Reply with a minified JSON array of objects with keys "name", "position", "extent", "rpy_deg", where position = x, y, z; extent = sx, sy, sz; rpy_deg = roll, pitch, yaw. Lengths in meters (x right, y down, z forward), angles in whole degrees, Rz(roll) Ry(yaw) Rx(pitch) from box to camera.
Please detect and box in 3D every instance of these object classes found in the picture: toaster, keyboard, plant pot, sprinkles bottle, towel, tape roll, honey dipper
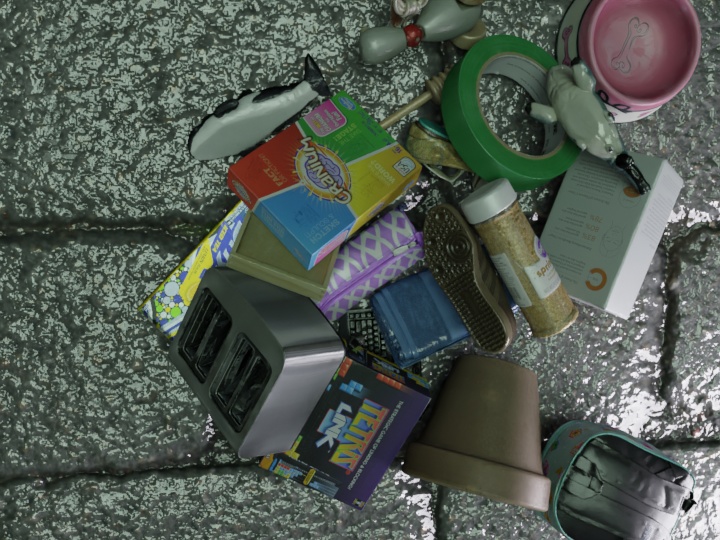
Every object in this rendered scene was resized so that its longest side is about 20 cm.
[{"name":"toaster","position":[-0.124,0.101,0.878],"extent":[0.181,0.118,0.202],"rpy_deg":[44,116,29]},{"name":"keyboard","position":[0.037,0.152,1.018],"extent":[0.125,0.021,0.204],"rpy_deg":[-5,98,-7]},{"name":"plant pot","position":[0.170,0.213,0.971],"extent":[0.197,0.200,0.178],"rpy_deg":[17,77,-9]},{"name":"sprinkles bottle","position":[0.202,-0.015,0.908],"extent":[0.068,0.068,0.202],"rpy_deg":[-32,101,-3]},{"name":"towel","position":[0.118,0.045,0.988],"extent":[0.197,0.049,0.113],"rpy_deg":[-23,76,-10]},{"name":"tape roll","position":[0.201,-0.207,0.942],"extent":[0.197,0.048,0.204],"rpy_deg":[7,73,-23]},{"name":"honey dipper","position":[0.052,-0.210,0.970],"extent":[0.198,0.038,0.038],"rpy_deg":[-33,100,-1]}]

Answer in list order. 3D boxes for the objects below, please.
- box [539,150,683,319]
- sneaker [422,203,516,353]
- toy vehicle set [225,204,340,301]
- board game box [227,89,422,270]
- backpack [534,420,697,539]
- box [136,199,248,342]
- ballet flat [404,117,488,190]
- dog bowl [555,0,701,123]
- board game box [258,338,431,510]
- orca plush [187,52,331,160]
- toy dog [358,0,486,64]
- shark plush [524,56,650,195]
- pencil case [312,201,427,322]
[{"name":"box","position":[0.328,-0.055,0.966],"extent":[0.097,0.123,0.203],"rpy_deg":[17,96,-50]},{"name":"sneaker","position":[0.143,0.008,0.932],"extent":[0.070,0.075,0.203],"rpy_deg":[-23,89,28]},{"name":"toy vehicle set","position":[-0.079,-0.068,0.909],"extent":[0.122,0.027,0.202],"rpy_deg":[21,53,-7]},{"name":"board game box","position":[-0.043,-0.118,0.894],"extent":[0.153,0.040,0.199],"rpy_deg":[44,63,11]},{"name":"backpack","position":[0.339,0.306,1.008],"extent":[0.198,0.153,0.178],"rpy_deg":[27,90,-19]},{"name":"box","position":[-0.197,-0.003,0.946],"extent":[0.070,0.064,0.200],"rpy_deg":[44,90,-10]},{"name":"ballet flat","position":[0.151,-0.146,0.982],"extent":[0.197,0.071,0.072],"rpy_deg":[19,94,-12]},{"name":"dog bowl","position":[0.374,-0.308,0.985],"extent":[0.196,0.074,0.204],"rpy_deg":[-1,96,-7]},{"name":"board game box","position":[-0.023,0.206,0.972],"extent":[0.163,0.057,0.202],"rpy_deg":[26,106,-10]},{"name":"orca plush","position":[-0.141,-0.219,0.924],"extent":[0.199,0.105,0.072],"rpy_deg":[-34,59,20]},{"name":"toy dog","position":[0.079,-0.335,0.927],"extent":[0.197,0.097,0.133],"rpy_deg":[-10,140,-35]},{"name":"shark plush","position":[0.304,-0.188,0.900],"extent":[0.200,0.083,0.091],"rpy_deg":[46,119,20]},{"name":"pencil case","position":[0.000,0.000,0.962],"extent":[0.199,0.086,0.084],"rpy_deg":[-36,120,-1]}]
